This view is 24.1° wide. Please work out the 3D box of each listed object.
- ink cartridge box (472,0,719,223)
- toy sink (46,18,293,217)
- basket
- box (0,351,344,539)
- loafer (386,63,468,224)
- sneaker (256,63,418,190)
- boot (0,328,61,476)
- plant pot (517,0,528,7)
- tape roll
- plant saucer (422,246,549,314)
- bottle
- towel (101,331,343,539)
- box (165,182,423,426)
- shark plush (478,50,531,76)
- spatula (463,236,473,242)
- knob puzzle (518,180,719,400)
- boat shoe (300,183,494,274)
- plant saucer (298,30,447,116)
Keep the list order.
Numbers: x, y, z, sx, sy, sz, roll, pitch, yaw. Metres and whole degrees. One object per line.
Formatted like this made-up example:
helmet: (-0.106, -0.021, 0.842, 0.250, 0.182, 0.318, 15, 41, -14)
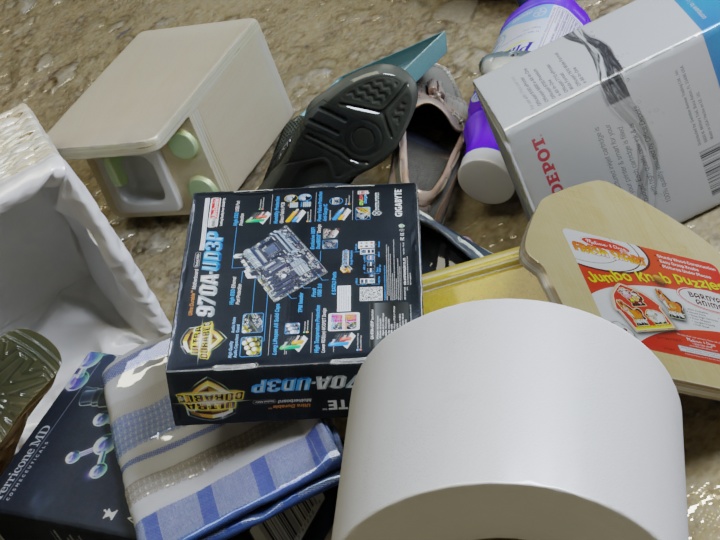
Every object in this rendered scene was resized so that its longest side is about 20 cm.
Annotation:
ink cartridge box: (0.200, -0.107, 1.216, 0.199, 0.145, 0.084, -26, 37, 2)
toy sink: (-0.166, -0.119, 1.478, 0.130, 0.112, 0.200, -3, 36, 29)
basket: (-0.287, 0.010, 1.342, 0.199, 0.199, 0.161, -33, 33, -6)
box: (-0.128, 0.150, 1.149, 0.199, 0.107, 0.149, 3, 46, 34)
loafer: (0.057, -0.104, 1.355, 0.071, 0.063, 0.201, 14, 48, -4)
sneaker: (-0.021, -0.110, 1.365, 0.200, 0.076, 0.115, -52, 15, 36)
boot: (-0.286, 0.152, 1.159, 0.066, 0.200, 0.175, 38, 36, 11)
plant pot: (0.152, -0.363, 1.512, 0.200, 0.201, 0.180, -37, 43, -14)
tape roll: (0.085, 0.134, 0.959, 0.201, 0.203, 0.140, -12, 40, 19)
plant saucer: (0.085, 0.067, 1.112, 0.199, 0.048, 0.201, -17, 57, 13)
bottle: (0.128, -0.138, 1.357, 0.083, 0.065, 0.201, -29, 27, 46)
towel: (-0.093, 0.094, 1.086, 0.146, 0.024, 0.200, -26, 37, 2)
box: (-0.037, 0.016, 1.093, 0.158, 0.046, 0.200, -3, 36, 2)
shark plush: (0.196, -0.155, 1.293, 0.199, 0.091, 0.083, -17, 38, -10)
spatula: (0.000, 0.000, 1.313, 0.199, 0.021, 0.057, 0, 77, 39)
knob puzzle: (0.183, 0.015, 1.090, 0.220, 0.218, 0.031, -90, 24, -53)
boat shoe: (0.023, -0.017, 1.241, 0.199, 0.062, 0.075, 30, 89, 25)
plant saucer: (0.007, -0.157, 1.435, 0.070, 0.019, 0.200, -45, 15, -23)
